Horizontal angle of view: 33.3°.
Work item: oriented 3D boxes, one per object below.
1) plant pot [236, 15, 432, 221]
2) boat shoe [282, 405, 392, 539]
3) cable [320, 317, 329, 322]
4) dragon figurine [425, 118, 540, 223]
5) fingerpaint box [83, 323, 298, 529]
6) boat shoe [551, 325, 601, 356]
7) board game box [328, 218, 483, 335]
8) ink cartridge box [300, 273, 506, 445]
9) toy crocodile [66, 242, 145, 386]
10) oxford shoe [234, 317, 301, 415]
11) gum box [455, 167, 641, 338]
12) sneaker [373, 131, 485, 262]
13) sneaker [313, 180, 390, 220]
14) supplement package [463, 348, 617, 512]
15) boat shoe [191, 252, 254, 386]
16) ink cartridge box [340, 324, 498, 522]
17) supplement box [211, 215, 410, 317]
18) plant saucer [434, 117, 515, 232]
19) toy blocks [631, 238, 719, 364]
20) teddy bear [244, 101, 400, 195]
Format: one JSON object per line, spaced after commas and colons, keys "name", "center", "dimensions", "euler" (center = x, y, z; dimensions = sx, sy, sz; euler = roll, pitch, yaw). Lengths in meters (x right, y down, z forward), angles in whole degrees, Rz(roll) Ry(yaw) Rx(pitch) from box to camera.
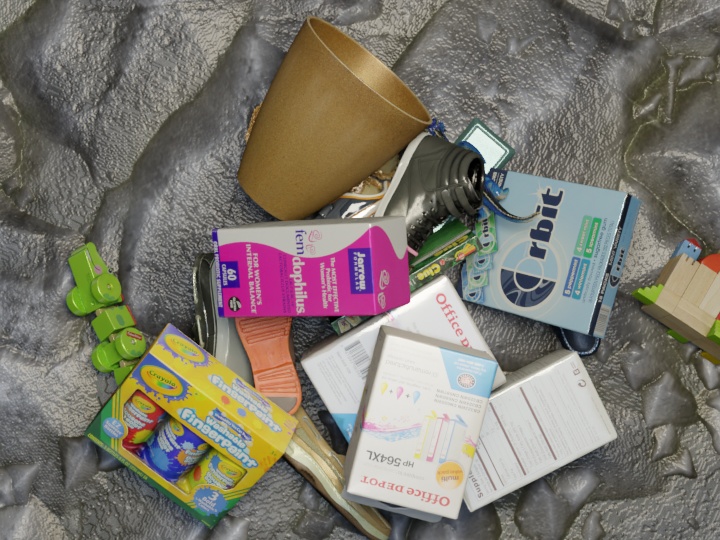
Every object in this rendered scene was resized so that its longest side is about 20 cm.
{"name": "plant pot", "center": [-0.049, -0.158, 1.402], "dimensions": [0.186, 0.186, 0.200], "euler": [41, 106, 1]}
{"name": "boat shoe", "center": [-0.025, 0.251, 1.503], "dimensions": [0.200, 0.072, 0.076], "euler": [45, 78, 1]}
{"name": "cable", "center": [0.000, 0.000, 1.503], "dimensions": [0.199, 0.050, 0.098], "euler": [-22, 88, 10]}
{"name": "dragon figurine", "center": [0.128, -0.114, 1.452], "dimensions": [0.059, 0.200, 0.099], "euler": [-44, 131, 2]}
{"name": "fingerpaint box", "center": [-0.205, 0.191, 1.452], "dimensions": [0.200, 0.073, 0.167], "euler": [39, 119, -8]}
{"name": "boat shoe", "center": [0.259, 0.010, 1.500], "dimensions": [0.084, 0.069, 0.201], "euler": [-14, 89, 0]}
{"name": "board game box", "center": [0.048, 0.005, 1.448], "dimensions": [0.199, 0.105, 0.024], "euler": [-31, 104, 1]}
{"name": "ink cartridge box", "center": [0.050, 0.114, 1.460], "dimensions": [0.199, 0.146, 0.147], "euler": [-31, 92, 0]}
{"name": "toy crocodile", "center": [-0.312, 0.061, 1.511], "dimensions": [0.067, 0.062, 0.201], "euler": [-29, 83, 35]}
{"name": "oxford shoe", "center": [-0.117, 0.082, 1.499], "dimensions": [0.071, 0.073, 0.201], "euler": [-7, 89, -4]}
{"name": "gum box", "center": [0.223, -0.025, 1.457], "dimensions": [0.199, 0.044, 0.171], "euler": [15, 90, 40]}
{"name": "sneaker", "center": [0.079, -0.063, 1.379], "dimensions": [0.099, 0.071, 0.201], "euler": [12, 74, 34]}
{"name": "sneaker", "center": [-0.032, -0.040, 1.461], "dimensions": [0.199, 0.078, 0.080], "euler": [-24, 75, -7]}
{"name": "supplement package", "center": [0.193, 0.192, 1.475], "dimensions": [0.199, 0.117, 0.118], "euler": [-27, 89, 1]}
{"name": "boat shoe", "center": [-0.174, 0.076, 1.511], "dimensions": [0.063, 0.071, 0.201], "euler": [2, 98, 33]}
{"name": "ink cartridge box", "center": [0.061, 0.176, 1.326], "dimensions": [0.128, 0.125, 0.201], "euler": [14, 91, -2]}
{"name": "supplement box", "center": [-0.054, -0.004, 1.340], "dimensions": [0.199, 0.103, 0.102], "euler": [-2, 95, 24]}
{"name": "plant saucer", "center": [0.109, -0.098, 1.529], "dimensions": [0.070, 0.019, 0.200], "euler": [40, 89, 1]}
{"name": "toy blocks", "center": [0.451, 0.028, 1.496], "dimensions": [0.199, 0.100, 0.137], "euler": [33, 78, 0]}
{"name": "teddy bear", "center": [-0.048, -0.147, 1.515], "dimensions": [0.199, 0.067, 0.146], "euler": [8, 94, -6]}
